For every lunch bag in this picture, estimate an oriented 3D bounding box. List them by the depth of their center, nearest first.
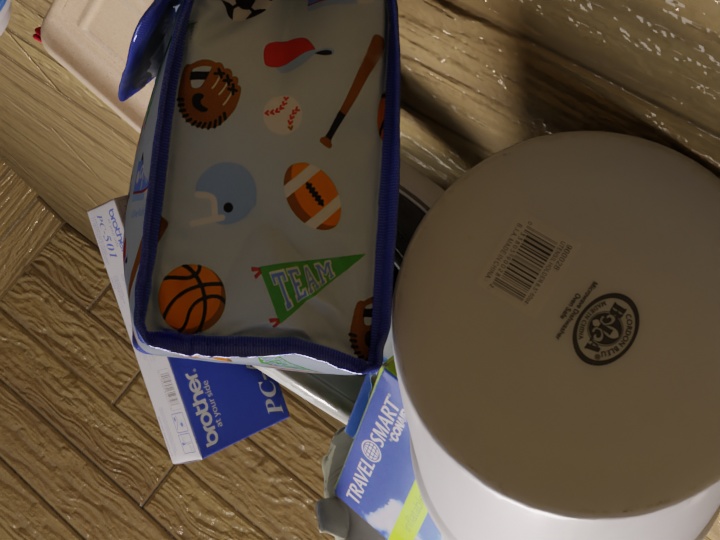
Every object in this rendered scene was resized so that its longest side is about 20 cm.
[{"bbox_3d":[-0.046,-0.060,0.571,0.122,0.203,0.170,7,176,-11],"label":"lunch bag"}]

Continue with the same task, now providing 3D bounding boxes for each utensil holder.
[{"bbox_3d":[0.099,0.053,0.589,0.169,0.171,0.200,36,167,17],"label":"utensil holder"}]

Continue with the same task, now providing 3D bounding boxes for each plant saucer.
[{"bbox_3d":[-0.049,0.051,0.897,0.198,0.051,0.200,31,173,4],"label":"plant saucer"}]

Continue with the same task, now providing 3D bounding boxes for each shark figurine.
[{"bbox_3d":[0.033,0.199,0.818,0.128,0.088,0.218,37,-145,-82],"label":"shark figurine"}]

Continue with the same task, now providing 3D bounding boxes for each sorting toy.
[{"bbox_3d":[-0.085,-0.124,0.746,0.185,0.037,0.200,41,150,-11],"label":"sorting toy"}]

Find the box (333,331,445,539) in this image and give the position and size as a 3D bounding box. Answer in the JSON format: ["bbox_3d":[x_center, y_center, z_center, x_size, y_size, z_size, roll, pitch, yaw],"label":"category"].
[{"bbox_3d":[0.066,0.127,0.737,0.199,0.047,0.123,38,135,19],"label":"box"}]

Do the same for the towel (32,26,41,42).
[{"bbox_3d":[-0.159,-0.129,1.038,0.199,0.023,0.145,40,-171,2],"label":"towel"}]

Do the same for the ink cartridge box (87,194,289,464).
[{"bbox_3d":[-0.130,0.035,0.995,0.044,0.093,0.203,-16,94,47],"label":"ink cartridge box"}]

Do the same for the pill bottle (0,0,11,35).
[{"bbox_3d":[-0.334,-0.243,1.023,0.112,0.113,0.200,38,171,5],"label":"pill bottle"}]

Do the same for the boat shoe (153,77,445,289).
[{"bbox_3d":[-0.036,-0.047,0.702,0.199,0.067,0.070,35,150,0],"label":"boat shoe"}]
